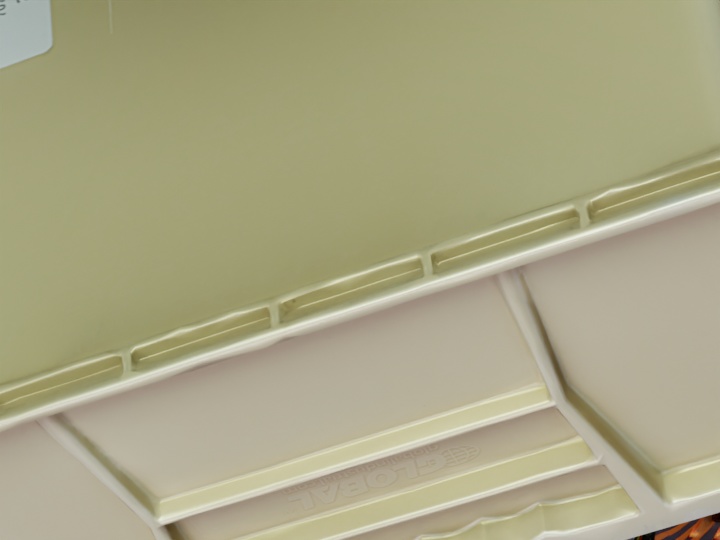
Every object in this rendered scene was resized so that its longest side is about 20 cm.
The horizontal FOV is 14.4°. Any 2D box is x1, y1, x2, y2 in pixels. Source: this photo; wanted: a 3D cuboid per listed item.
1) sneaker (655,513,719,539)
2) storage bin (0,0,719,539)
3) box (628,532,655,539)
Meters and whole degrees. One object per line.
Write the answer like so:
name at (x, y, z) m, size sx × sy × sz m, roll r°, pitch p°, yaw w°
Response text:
sneaker at (0.113, 0.064, 0.940) m, size 0.112 × 0.078 × 0.200 m, roll -3°, pitch 162°, yaw 18°
storage bin at (-0.015, -0.040, 0.565) m, size 0.198 × 0.201 × 0.094 m, roll -18°, pitch 143°, yaw 15°
box at (0.000, 0.000, 0.768) m, size 0.200 × 0.137 × 0.038 m, roll 25°, pitch 151°, yaw -28°
